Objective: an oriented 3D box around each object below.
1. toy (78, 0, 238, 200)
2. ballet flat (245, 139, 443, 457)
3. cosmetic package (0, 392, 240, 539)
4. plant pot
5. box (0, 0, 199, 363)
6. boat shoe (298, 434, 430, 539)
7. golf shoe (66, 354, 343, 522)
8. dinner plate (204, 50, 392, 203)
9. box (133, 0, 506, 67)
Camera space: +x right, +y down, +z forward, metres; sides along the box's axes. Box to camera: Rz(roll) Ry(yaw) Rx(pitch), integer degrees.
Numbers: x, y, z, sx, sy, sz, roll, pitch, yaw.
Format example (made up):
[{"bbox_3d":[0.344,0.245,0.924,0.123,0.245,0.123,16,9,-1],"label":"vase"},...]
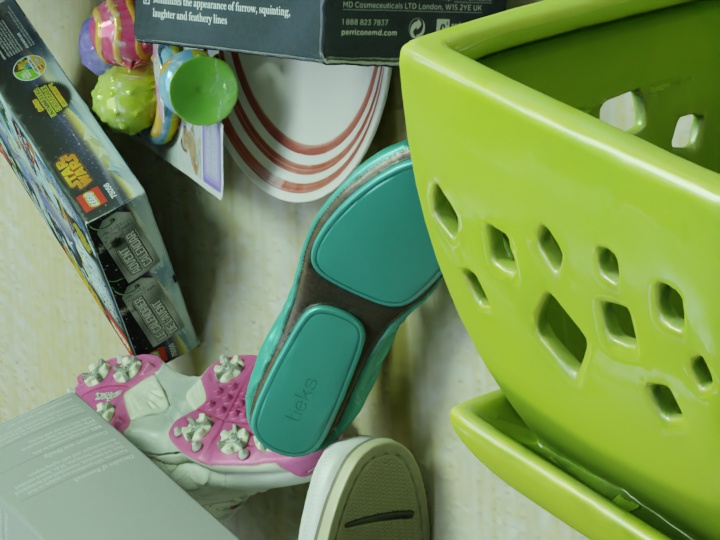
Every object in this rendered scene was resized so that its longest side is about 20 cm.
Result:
[{"bbox_3d":[-0.118,-0.110,1.576,0.200,0.047,0.115,-152,58,-64],"label":"toy"},{"bbox_3d":[0.000,0.000,1.425,0.200,0.067,0.070,-60,9,33],"label":"ballet flat"},{"bbox_3d":[-0.121,0.160,1.506,0.200,0.090,0.107,36,139,40],"label":"cosmetic package"},{"bbox_3d":[0.147,0.006,1.083,0.200,0.199,0.182,30,128,52],"label":"plant pot"},{"bbox_3d":[-0.161,-0.055,1.648,0.200,0.040,0.137,54,168,38],"label":"box"},{"bbox_3d":[-0.014,0.169,1.484,0.068,0.075,0.200,28,121,46],"label":"boat shoe"},{"bbox_3d":[-0.074,0.094,1.584,0.200,0.075,0.092,5,138,46],"label":"golf shoe"},{"bbox_3d":[-0.031,-0.134,1.491,0.200,0.024,0.200,19,113,54],"label":"dinner plate"},{"bbox_3d":[-0.016,-0.196,1.346,0.148,0.107,0.200,12,102,51],"label":"box"}]
